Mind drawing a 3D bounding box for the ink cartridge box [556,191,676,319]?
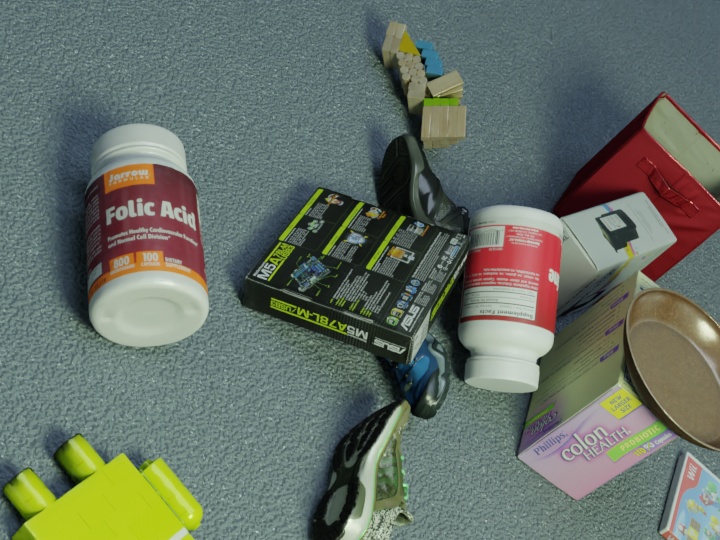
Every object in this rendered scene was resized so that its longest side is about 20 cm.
[{"bbox_3d":[0.285,-0.012,1.612,0.200,0.146,0.083,-18,69,-46],"label":"ink cartridge box"}]

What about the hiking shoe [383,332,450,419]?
[{"bbox_3d":[0.037,0.081,1.394,0.086,0.075,0.201,10,41,-25],"label":"hiking shoe"}]

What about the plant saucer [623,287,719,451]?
[{"bbox_3d":[0.352,0.113,1.377,0.200,0.037,0.201,22,46,-25],"label":"plant saucer"}]

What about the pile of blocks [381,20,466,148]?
[{"bbox_3d":[0.091,-0.244,1.701,0.082,0.062,0.201,-21,69,-3],"label":"pile of blocks"}]

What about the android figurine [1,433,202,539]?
[{"bbox_3d":[-0.207,0.236,1.073,0.200,0.041,0.182,49,40,7],"label":"android figurine"}]

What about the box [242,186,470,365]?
[{"bbox_3d":[0.000,0.000,1.379,0.192,0.048,0.200,17,39,14],"label":"box"}]

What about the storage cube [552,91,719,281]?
[{"bbox_3d":[0.399,-0.108,1.749,0.171,0.180,0.200,44,33,-1],"label":"storage cube"}]

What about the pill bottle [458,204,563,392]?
[{"bbox_3d":[0.172,0.035,1.465,0.112,0.112,0.201,15,74,-30],"label":"pill bottle"}]

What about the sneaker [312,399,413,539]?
[{"bbox_3d":[0.018,0.217,1.267,0.089,0.077,0.200,45,44,-20],"label":"sneaker"}]

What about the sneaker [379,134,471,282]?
[{"bbox_3d":[0.092,-0.071,1.557,0.114,0.076,0.200,5,57,-40],"label":"sneaker"}]

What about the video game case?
[{"bbox_3d":[0.460,0.336,1.568,0.200,0.017,0.143,41,41,-5],"label":"video game case"}]

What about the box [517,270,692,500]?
[{"bbox_3d":[0.288,0.133,1.470,0.097,0.176,0.200,37,41,-11],"label":"box"}]

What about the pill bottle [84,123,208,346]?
[{"bbox_3d":[-0.212,-0.038,1.238,0.114,0.114,0.201,13,49,-32],"label":"pill bottle"}]
